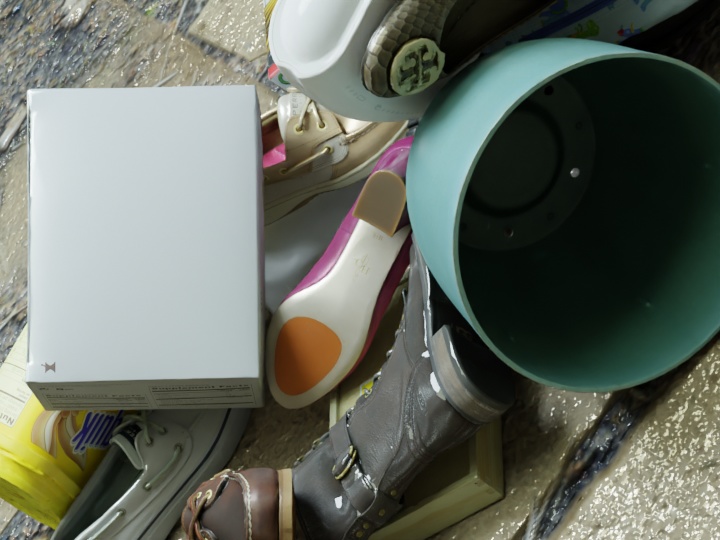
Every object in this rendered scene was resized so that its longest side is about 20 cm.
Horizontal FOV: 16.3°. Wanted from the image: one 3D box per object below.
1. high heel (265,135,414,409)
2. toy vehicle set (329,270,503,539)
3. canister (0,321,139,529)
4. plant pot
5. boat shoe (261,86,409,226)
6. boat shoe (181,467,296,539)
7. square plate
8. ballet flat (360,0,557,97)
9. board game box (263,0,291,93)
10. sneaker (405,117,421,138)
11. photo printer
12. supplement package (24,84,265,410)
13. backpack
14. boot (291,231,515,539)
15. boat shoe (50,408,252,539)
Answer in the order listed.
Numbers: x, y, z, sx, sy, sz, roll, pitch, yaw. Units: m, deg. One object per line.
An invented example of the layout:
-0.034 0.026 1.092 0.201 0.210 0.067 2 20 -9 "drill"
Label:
0.000 0.000 1.665 0.096 0.067 0.201 -39 -27 -61 "high heel"
0.034 0.085 1.624 0.124 0.026 0.201 -30 40 31 "toy vehicle set"
-0.197 0.076 1.806 0.086 0.149 0.201 24 75 22 "canister"
0.118 -0.047 1.501 0.201 0.200 0.161 -53 26 1 "plant pot"
-0.035 -0.097 1.779 0.200 0.069 0.074 -32 40 29 "boat shoe"
-0.077 0.160 1.573 0.200 0.070 0.071 123 151 -78 "boat shoe"
-0.025 -0.066 1.827 0.198 0.028 0.200 -54 34 1 "square plate"
0.080 -0.157 1.486 0.200 0.068 0.046 -35 57 -30 "ballet flat"
0.005 -0.232 1.872 0.200 0.035 0.127 -42 32 25 "board game box"
0.078 -0.125 1.706 0.076 0.091 0.201 -11 79 38 "sneaker"
0.033 -0.183 1.512 0.069 0.166 0.201 33 101 27 "photo printer"
-0.142 -0.014 1.691 0.155 0.111 0.201 -1 78 0 "supplement package"
0.163 -0.192 1.613 0.199 0.154 0.163 -10 10 30 "backpack"
0.013 0.079 1.575 0.174 0.069 0.200 -46 27 25 "boot"
-0.144 0.131 1.761 0.073 0.067 0.201 15 73 54 "boat shoe"
